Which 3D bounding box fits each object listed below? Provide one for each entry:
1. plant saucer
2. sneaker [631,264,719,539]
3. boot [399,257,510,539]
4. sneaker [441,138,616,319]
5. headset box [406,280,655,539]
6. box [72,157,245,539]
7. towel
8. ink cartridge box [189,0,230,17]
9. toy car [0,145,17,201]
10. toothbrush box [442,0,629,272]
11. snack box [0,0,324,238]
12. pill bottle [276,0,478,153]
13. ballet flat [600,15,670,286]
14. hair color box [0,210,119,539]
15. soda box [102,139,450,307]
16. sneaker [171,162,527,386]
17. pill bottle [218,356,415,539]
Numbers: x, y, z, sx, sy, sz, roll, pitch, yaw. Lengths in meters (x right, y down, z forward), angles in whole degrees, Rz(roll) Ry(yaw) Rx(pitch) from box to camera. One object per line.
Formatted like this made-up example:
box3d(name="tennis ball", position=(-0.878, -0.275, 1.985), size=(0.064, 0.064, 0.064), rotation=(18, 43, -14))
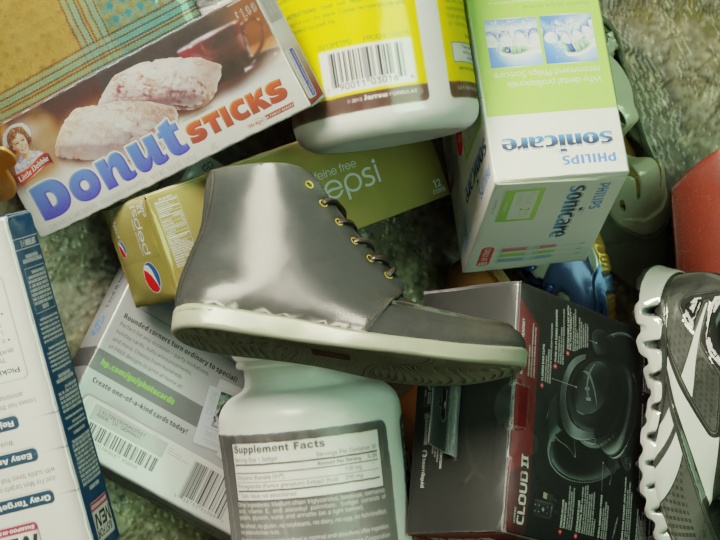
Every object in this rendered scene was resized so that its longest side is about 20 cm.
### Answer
box3d(name="plant saucer", position=(0.230, 0.027, 1.435), size=(0.037, 0.200, 0.200), rotation=(-4, 87, 8))
box3d(name="sneaker", position=(0.217, 0.093, 1.301), size=(0.066, 0.090, 0.201), rotation=(3, 82, -50))
box3d(name="boot", position=(0.036, 0.095, 1.381), size=(0.155, 0.077, 0.201), rotation=(-9, 98, -24))
box3d(name="sneaker", position=(0.102, -0.030, 1.424), size=(0.088, 0.075, 0.201), rotation=(-19, 86, -19))
box3d(name="headset box", position=(0.108, 0.098, 1.298), size=(0.200, 0.077, 0.149), rotation=(19, 70, -47))
box3d(name="box", position=(-0.088, 0.050, 1.330), size=(0.156, 0.041, 0.200), rotation=(31, 74, -23))
box3d(name="towel", position=(-0.169, -0.141, 1.278), size=(0.146, 0.022, 0.200), rotation=(-25, 98, 4))
box3d(name="ink cartridge box", position=(-0.064, -0.200, 1.332), size=(0.146, 0.085, 0.200), rotation=(-32, 103, -31))
box3d(name="toy car", position=(-0.264, -0.088, 1.188), size=(0.200, 0.177, 0.185), rotation=(24, 64, -37))
box3d(name="toothbrush box", position=(0.097, -0.119, 1.324), size=(0.086, 0.146, 0.201), rotation=(-6, 70, -8))
box3d(name="snack box", position=(-0.119, -0.089, 1.226), size=(0.072, 0.200, 0.024), rotation=(62, 28, -8))
box3d(name="pill bottle", position=(0.002, -0.173, 1.239), size=(0.109, 0.109, 0.201), rotation=(-8, 88, -28))
box3d(name="ballet flat", position=(0.172, -0.081, 1.461), size=(0.067, 0.064, 0.200), rotation=(-26, 98, -26))
box3d(name="hair color box", position=(-0.215, 0.075, 1.229), size=(0.100, 0.061, 0.201), rotation=(-14, 93, 7))
box3d(name="soda box", position=(-0.049, -0.041, 1.296), size=(0.200, 0.068, 0.064), rotation=(-21, 94, -30))
box3d(name="sneaker", position=(0.000, 0.000, 1.204), size=(0.199, 0.075, 0.107), rotation=(9, 74, -2))
box3d(name="pill bottle", position=(-0.026, 0.124, 1.272), size=(0.110, 0.111, 0.201), rotation=(-6, 89, -28))
